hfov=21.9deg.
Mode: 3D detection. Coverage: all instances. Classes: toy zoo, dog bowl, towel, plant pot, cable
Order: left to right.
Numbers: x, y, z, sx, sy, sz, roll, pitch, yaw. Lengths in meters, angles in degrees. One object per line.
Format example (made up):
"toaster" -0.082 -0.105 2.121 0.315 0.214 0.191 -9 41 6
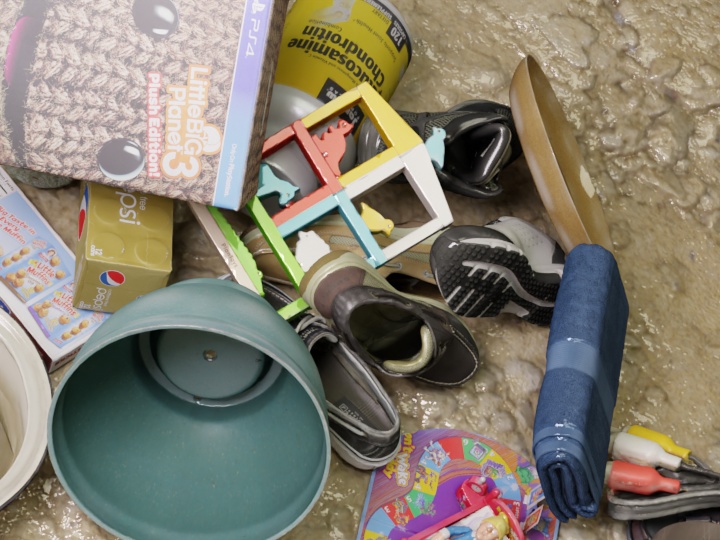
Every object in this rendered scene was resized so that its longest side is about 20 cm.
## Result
"dog bowl" -0.322 0.108 1.319 0.199 0.074 0.201 8 59 -14
"plant pot" -0.115 0.089 1.347 0.200 0.201 0.134 20 30 -7
"toy zoo" -0.020 -0.057 1.430 0.200 0.020 0.131 -31 83 -10
"plant pot" 0.166 -0.083 1.548 0.027 0.200 0.201 -21 64 14
"towel" 0.169 0.085 1.449 0.048 0.112 0.200 2 55 19
"cable" 0.271 0.163 1.453 0.199 0.050 0.097 3 28 25

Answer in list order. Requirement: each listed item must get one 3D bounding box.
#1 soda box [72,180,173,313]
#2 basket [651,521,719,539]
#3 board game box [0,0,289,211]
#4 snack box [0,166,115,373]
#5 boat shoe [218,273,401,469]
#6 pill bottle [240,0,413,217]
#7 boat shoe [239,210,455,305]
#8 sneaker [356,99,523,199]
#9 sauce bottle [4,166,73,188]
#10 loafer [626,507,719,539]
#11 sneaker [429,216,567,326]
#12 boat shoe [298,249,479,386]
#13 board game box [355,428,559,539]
"soda box" -0.183 -0.062 1.452 0.068 0.064 0.200 9 51 -15
"basket" 0.241 0.298 1.373 0.180 0.136 0.200 35 52 -13
"board game box" -0.165 -0.144 1.354 0.199 0.097 0.160 10 101 3
"snack box" -0.272 -0.017 1.435 0.072 0.024 0.200 -33 76 -33
"boat shoe" -0.038 0.065 1.440 0.200 0.071 0.072 41 58 11
"pill bottle" -0.041 -0.136 1.530 0.112 0.112 0.200 28 57 -2
"boat shoe" 0.000 0.000 1.491 0.199 0.072 0.076 1 63 -19
"sneaker" 0.099 -0.098 1.533 0.114 0.077 0.199 16 13 37
"sauce bottle" -0.247 -0.160 1.500 0.064 0.065 0.201 11 52 -13
"loafer" 0.314 0.208 1.485 0.199 0.063 0.072 8 58 -15
"sneaker" 0.109 -0.007 1.502 0.200 0.074 0.080 18 35 -56
"boat shoe" 0.030 0.053 1.422 0.201 0.072 0.066 35 17 -46
"board game box" 0.079 0.205 1.420 0.158 0.039 0.200 20 57 -8
